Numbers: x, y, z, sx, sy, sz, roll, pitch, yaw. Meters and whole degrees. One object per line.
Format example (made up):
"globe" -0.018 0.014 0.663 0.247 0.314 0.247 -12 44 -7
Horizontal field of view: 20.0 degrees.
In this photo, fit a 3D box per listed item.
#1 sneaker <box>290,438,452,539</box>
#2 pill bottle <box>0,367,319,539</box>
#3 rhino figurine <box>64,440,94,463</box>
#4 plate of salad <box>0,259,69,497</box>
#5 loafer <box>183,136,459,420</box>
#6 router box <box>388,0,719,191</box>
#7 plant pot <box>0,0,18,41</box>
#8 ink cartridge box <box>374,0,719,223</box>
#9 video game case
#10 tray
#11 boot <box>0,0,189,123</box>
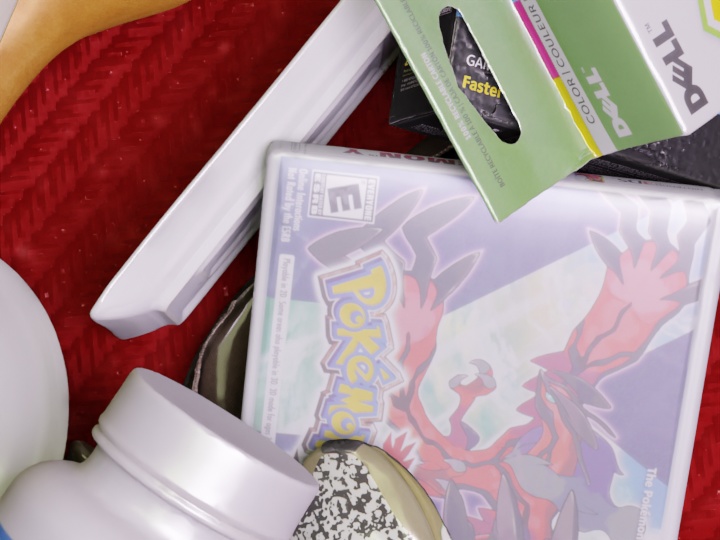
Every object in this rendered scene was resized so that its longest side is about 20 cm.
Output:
"sneaker" -0.008 0.162 0.763 0.077 0.089 0.201 -5 80 23
"pill bottle" -0.103 0.140 0.749 0.112 0.112 0.200 32 91 6
"rhino figurine" -0.088 0.173 0.832 0.087 0.060 0.200 -39 84 5
"plate of salad" -0.211 0.076 0.853 0.199 0.048 0.201 -7 64 14
"loafer" 0.000 0.000 0.849 0.073 0.071 0.200 42 85 7
"router box" 0.117 -0.109 0.827 0.200 0.051 0.150 13 80 -27
"plant pot" -0.226 -0.163 0.775 0.181 0.200 0.199 6 60 21
"ink cartridge box" 0.112 -0.113 0.760 0.200 0.059 0.104 -34 102 -26
"video game case" 0.043 0.056 0.817 0.182 0.023 0.201 6 106 -2
"tray" -0.035 -0.049 0.840 0.022 0.107 0.200 38 85 3
"boot" -0.164 -0.068 0.857 0.201 0.071 0.144 -1 69 14
